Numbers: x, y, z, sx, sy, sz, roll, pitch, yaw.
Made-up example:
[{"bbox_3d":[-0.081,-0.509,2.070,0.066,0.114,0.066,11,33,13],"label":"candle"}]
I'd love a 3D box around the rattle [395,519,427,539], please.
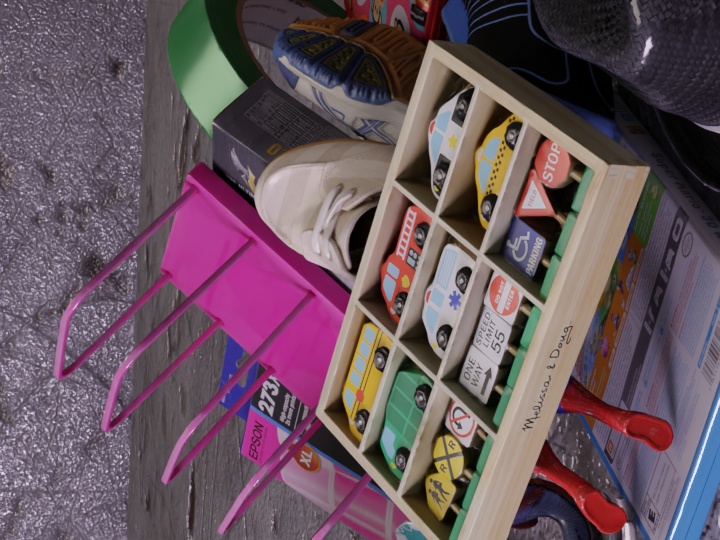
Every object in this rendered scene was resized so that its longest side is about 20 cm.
[{"bbox_3d":[0.046,0.230,0.871,0.200,0.129,0.144,-41,52,43],"label":"rattle"}]

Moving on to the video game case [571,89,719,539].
[{"bbox_3d":[0.132,0.019,0.700,0.201,0.018,0.144,-112,27,-55],"label":"video game case"}]

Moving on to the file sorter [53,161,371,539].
[{"bbox_3d":[-0.072,0.070,0.864,0.125,0.200,0.139,-46,-6,-27],"label":"file sorter"}]

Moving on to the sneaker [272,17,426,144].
[{"bbox_3d":[0.028,-0.075,0.830,0.199,0.075,0.089,30,137,26],"label":"sneaker"}]

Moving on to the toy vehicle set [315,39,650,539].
[{"bbox_3d":[0.047,0.015,0.656,0.124,0.026,0.202,41,123,44],"label":"toy vehicle set"}]

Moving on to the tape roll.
[{"bbox_3d":[-0.037,-0.122,0.995,0.048,0.199,0.202,-45,38,30],"label":"tape roll"}]

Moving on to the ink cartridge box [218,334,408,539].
[{"bbox_3d":[-0.026,0.113,1.005,0.199,0.037,0.095,32,130,23],"label":"ink cartridge box"}]

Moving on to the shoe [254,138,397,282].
[{"bbox_3d":[0.025,-0.024,0.736,0.053,0.198,0.071,-10,-69,-60],"label":"shoe"}]

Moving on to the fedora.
[{"bbox_3d":[0.125,-0.129,0.597,0.200,0.091,0.203,-178,90,-75],"label":"fedora"}]

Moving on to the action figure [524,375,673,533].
[{"bbox_3d":[0.080,0.069,0.725,0.199,0.099,0.066,31,87,50],"label":"action figure"}]

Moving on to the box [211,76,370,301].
[{"bbox_3d":[0.000,0.000,0.860,0.199,0.048,0.159,36,151,16],"label":"box"}]

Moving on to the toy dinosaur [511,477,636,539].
[{"bbox_3d":[0.088,0.197,0.720,0.182,0.104,0.202,-68,-28,-53],"label":"toy dinosaur"}]

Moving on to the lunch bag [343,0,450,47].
[{"bbox_3d":[0.043,-0.162,0.942,0.201,0.081,0.178,-109,21,-51],"label":"lunch bag"}]

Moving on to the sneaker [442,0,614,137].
[{"bbox_3d":[0.089,-0.126,0.724,0.078,0.070,0.201,-62,23,24],"label":"sneaker"}]
